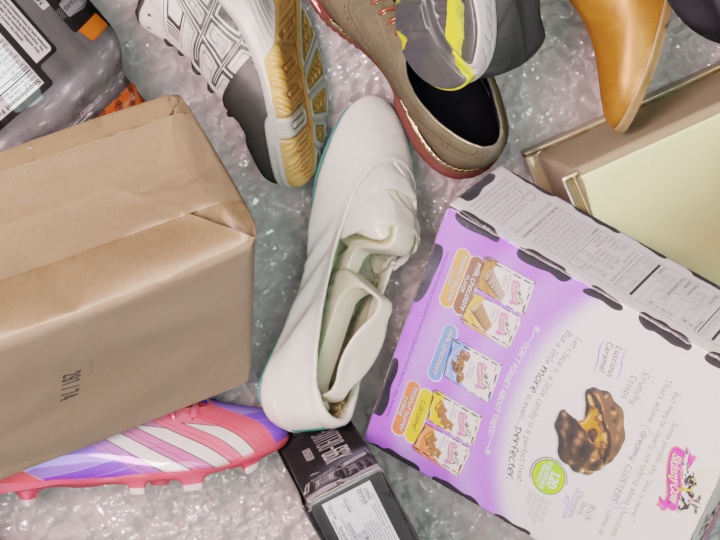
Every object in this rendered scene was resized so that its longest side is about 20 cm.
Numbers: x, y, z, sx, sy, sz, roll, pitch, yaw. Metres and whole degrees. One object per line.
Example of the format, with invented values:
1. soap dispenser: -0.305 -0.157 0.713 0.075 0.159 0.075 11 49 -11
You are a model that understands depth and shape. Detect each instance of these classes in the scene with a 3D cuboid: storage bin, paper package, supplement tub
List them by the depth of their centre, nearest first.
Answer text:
1. paper package: -0.157 0.015 1.283 0.190 0.200 0.104 -20 68 -12
2. supplement tub: -0.216 -0.133 1.310 0.123 0.123 0.200 -40 103 -1
3. storage bin: 0.231 -0.016 1.410 0.200 0.094 0.199 -25 102 -4

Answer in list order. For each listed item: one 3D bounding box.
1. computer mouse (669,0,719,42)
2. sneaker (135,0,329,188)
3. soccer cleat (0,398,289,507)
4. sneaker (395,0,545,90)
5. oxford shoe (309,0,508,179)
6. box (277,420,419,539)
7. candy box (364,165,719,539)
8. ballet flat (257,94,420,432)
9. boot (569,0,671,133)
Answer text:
1. computer mouse: 0.203 -0.189 1.336 0.053 0.200 0.139 -16 119 32
2. sneaker: -0.080 -0.139 1.365 0.088 0.076 0.200 -11 107 19
3. soccer cleat: -0.142 0.090 1.388 0.200 0.067 0.077 -7 95 -5
4. sneaker: 0.061 -0.199 1.307 0.085 0.074 0.200 -7 102 -50
5. oxford shoe: 0.026 -0.146 1.358 0.070 0.075 0.200 -37 92 -11
6. box: 0.022 0.188 1.378 0.050 0.158 0.200 -28 102 -3
7. candy box: 0.122 0.066 1.345 0.200 0.072 0.168 30 124 15
8. ballet flat: 0.000 0.000 1.378 0.069 0.069 0.200 18 87 -11
9. boot: 0.106 -0.186 1.369 0.144 0.071 0.202 11 80 -8
